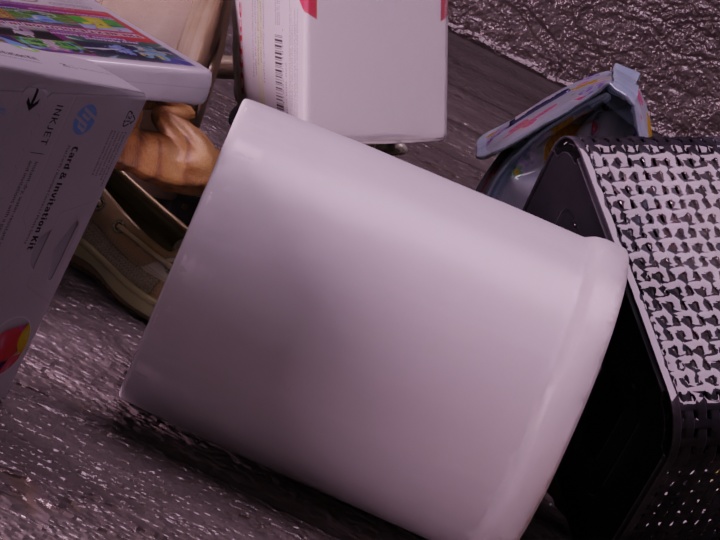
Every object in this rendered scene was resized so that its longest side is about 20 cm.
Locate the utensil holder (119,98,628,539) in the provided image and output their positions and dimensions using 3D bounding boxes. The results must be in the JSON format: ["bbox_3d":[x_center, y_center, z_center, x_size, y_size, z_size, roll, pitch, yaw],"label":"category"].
[{"bbox_3d":[0.004,0.029,1.278,0.199,0.171,0.170,23,12,-4],"label":"utensil holder"}]

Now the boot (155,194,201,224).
[{"bbox_3d":[-0.079,-0.057,1.715,0.173,0.069,0.200,27,13,-1],"label":"boot"}]

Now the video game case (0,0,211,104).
[{"bbox_3d":[-0.206,-0.131,1.399,0.199,0.023,0.182,3,20,-38],"label":"video game case"}]

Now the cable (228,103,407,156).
[{"bbox_3d":[-0.047,-0.067,1.642,0.050,0.097,0.200,60,-13,-18],"label":"cable"}]

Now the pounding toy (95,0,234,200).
[{"bbox_3d":[-0.152,-0.139,1.633,0.183,0.143,0.200,13,41,0],"label":"pounding toy"}]

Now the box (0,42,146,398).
[{"bbox_3d":[-0.187,-0.023,1.102,0.041,0.156,0.200,33,14,28],"label":"box"}]

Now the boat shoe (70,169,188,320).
[{"bbox_3d":[-0.110,-0.015,1.471,0.200,0.063,0.073,32,13,27],"label":"boat shoe"}]

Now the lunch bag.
[{"bbox_3d":[0.128,-0.043,1.777,0.127,0.201,0.170,26,12,0],"label":"lunch bag"}]

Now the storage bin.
[{"bbox_3d":[0.152,0.040,1.376,0.093,0.135,0.201,0,52,-20],"label":"storage bin"}]

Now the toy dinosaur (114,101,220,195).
[{"bbox_3d":[-0.090,-0.058,1.429,0.199,0.061,0.106,12,20,-26],"label":"toy dinosaur"}]

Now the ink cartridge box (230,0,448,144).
[{"bbox_3d":[-0.014,-0.152,1.502,0.083,0.146,0.200,-2,8,-14],"label":"ink cartridge box"}]

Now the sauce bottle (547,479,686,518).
[{"bbox_3d":[0.155,0.123,1.445,0.199,0.066,0.066,25,11,-7],"label":"sauce bottle"}]
